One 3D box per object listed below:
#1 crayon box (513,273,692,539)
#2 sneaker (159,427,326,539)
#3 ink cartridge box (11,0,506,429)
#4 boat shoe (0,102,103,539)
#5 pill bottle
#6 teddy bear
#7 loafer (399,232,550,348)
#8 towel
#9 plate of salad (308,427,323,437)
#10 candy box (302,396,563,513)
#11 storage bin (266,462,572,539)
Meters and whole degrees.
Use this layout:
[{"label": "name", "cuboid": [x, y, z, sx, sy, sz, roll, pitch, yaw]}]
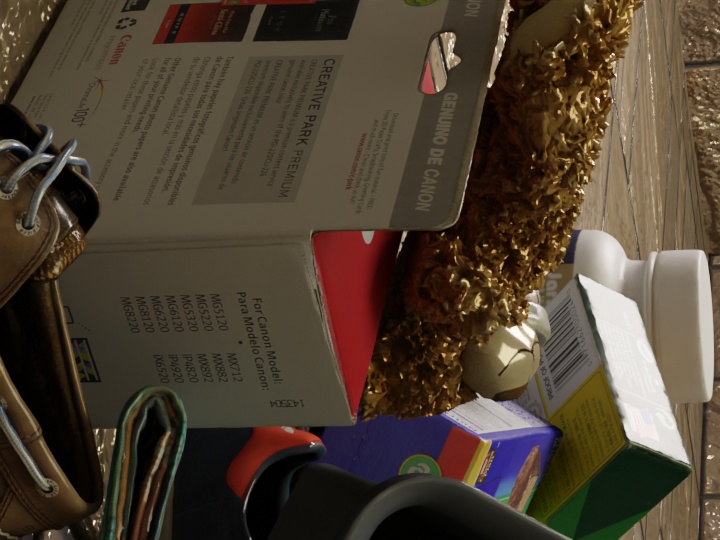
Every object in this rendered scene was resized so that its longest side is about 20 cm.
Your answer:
[{"label": "crayon box", "cuboid": [0.087, 0.115, 1.092, 0.051, 0.200, 0.127, 23, 35, -29]}, {"label": "sneaker", "cuboid": [-0.046, 0.157, 0.806, 0.075, 0.084, 0.201, 18, 71, -75]}, {"label": "ink cartridge box", "cuboid": [-0.032, -0.039, 0.713, 0.200, 0.175, 0.084, -74, 157, -50]}, {"label": "boat shoe", "cuboid": [-0.115, -0.015, 0.592, 0.072, 0.072, 0.201, -60, 144, -65]}, {"label": "pill bottle", "cuboid": [0.108, 0.036, 1.191, 0.120, 0.199, 0.120, -3, 90, -75]}, {"label": "teddy bear", "cuboid": [0.058, -0.025, 0.725, 0.145, 0.066, 0.201, -85, -162, -79]}, {"label": "loafer", "cuboid": [0.000, 0.000, 0.917, 0.199, 0.072, 0.063, 11, 60, -34]}, {"label": "towel", "cuboid": [-0.081, 0.140, 0.668, 0.200, 0.022, 0.147, 105, -8, -62]}, {"label": "plate of salad", "cuboid": [0.010, 0.065, 1.043, 0.200, 0.048, 0.200, -55, 162, -28]}, {"label": "candy box", "cuboid": [0.017, 0.136, 0.951, 0.170, 0.077, 0.200, -65, 164, 4]}, {"label": "storage bin", "cuboid": [-0.013, 0.163, 0.718, 0.201, 0.145, 0.134, -62, -161, -3]}]
